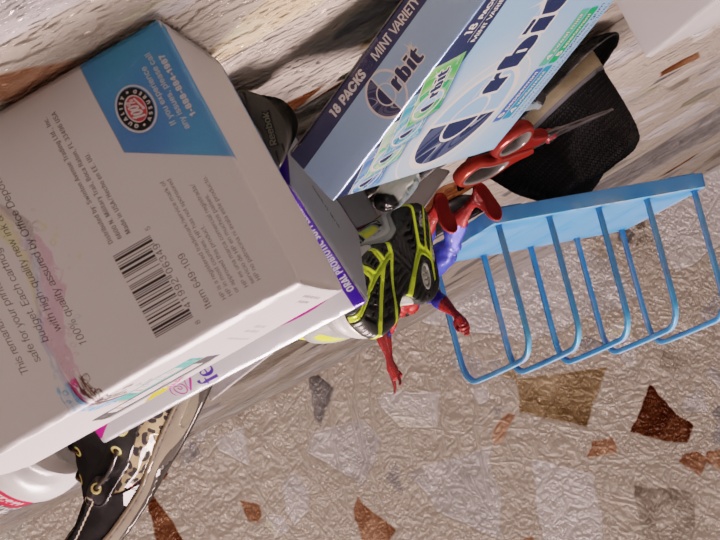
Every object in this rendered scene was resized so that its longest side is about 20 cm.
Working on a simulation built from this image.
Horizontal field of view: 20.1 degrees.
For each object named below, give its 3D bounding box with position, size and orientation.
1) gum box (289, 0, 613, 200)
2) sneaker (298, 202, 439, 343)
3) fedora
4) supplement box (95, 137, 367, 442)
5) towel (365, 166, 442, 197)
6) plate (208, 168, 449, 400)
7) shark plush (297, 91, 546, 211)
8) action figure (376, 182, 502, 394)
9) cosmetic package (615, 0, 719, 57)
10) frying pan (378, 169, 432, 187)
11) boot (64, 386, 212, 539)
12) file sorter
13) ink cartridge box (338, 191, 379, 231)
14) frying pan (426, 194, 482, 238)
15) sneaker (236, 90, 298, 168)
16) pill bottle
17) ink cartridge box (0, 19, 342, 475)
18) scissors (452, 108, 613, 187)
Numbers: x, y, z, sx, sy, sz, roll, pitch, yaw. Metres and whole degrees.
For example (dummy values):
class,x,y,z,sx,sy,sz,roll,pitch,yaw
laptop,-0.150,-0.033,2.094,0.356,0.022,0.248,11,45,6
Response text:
class,x,y,z,sx,sy,sz,roll,pitch,yaw
gum box,0.068,-0.131,1.224,0.170,0.045,0.200,-51,163,30
sneaker,0.000,0.000,1.418,0.076,0.076,0.200,-9,-173,22
fedora,0.173,-0.109,1.700,0.201,0.092,0.201,-45,175,-4
supplement box,-0.108,0.007,1.309,0.200,0.101,0.103,-28,-152,11
towel,0.013,-0.072,1.733,0.200,0.035,0.193,-27,174,-25
plate,-0.031,0.002,1.621,0.199,0.032,0.200,-39,-173,31
shark plush,0.039,-0.108,1.390,0.200,0.091,0.083,-31,-172,-29
action figure,0.058,0.023,1.609,0.065,0.099,0.200,-14,160,-27
cosmetic package,0.255,-0.228,1.332,0.113,0.081,0.200,-25,174,-29
frying pan,0.081,-0.108,1.509,0.190,0.031,0.115,-41,-178,-27
boot,-0.206,0.109,1.441,0.200,0.150,0.073,-57,-170,26
file sorter,0.178,0.009,1.660,0.199,0.123,0.139,-10,169,-24
ink cartridge box,-0.105,-0.005,1.486,0.200,0.084,0.145,-35,173,40
frying pan,0.026,-0.014,1.697,0.190,0.031,0.115,-29,179,21
sneaker,-0.117,-0.041,1.216,0.200,0.076,0.091,-28,-177,17
pill bottle,-0.277,0.132,1.575,0.200,0.111,0.111,-21,-179,43
ink cartridge box,-0.137,-0.006,1.026,0.200,0.147,0.146,-29,175,6
scissors,0.134,-0.099,1.577,0.073,0.014,0.200,-44,168,28
